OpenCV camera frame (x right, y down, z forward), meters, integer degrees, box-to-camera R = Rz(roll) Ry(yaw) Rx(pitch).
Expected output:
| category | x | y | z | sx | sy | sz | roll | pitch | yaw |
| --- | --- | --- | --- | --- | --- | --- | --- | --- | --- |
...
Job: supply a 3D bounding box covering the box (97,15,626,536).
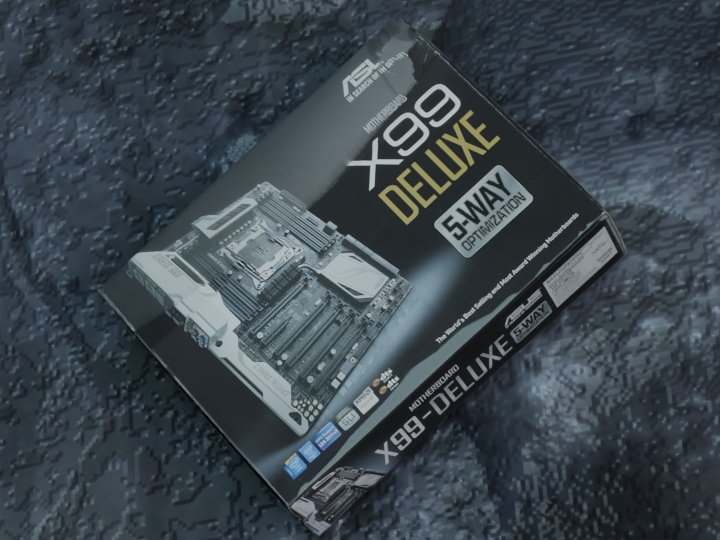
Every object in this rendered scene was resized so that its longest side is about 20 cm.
| category | x | y | z | sx | sy | sz | roll | pitch | yaw |
| --- | --- | --- | --- | --- | --- | --- | --- | --- | --- |
| box | 0.000 | 0.000 | 1.327 | 0.200 | 0.050 | 0.158 | -42 | 61 | -2 |
